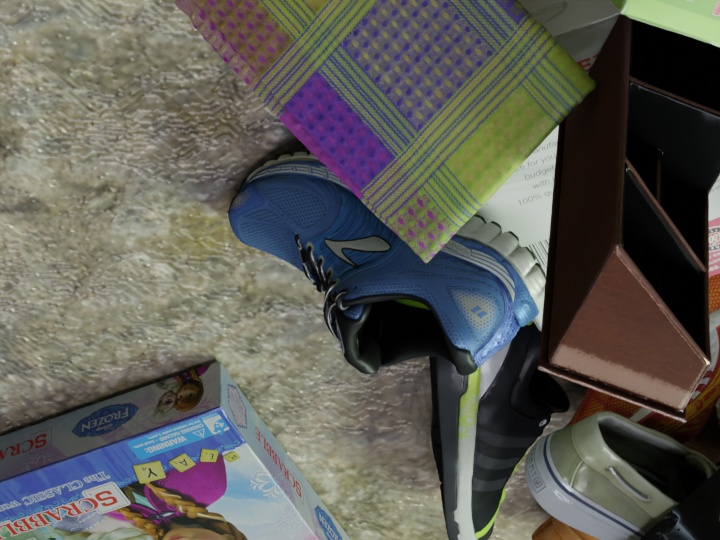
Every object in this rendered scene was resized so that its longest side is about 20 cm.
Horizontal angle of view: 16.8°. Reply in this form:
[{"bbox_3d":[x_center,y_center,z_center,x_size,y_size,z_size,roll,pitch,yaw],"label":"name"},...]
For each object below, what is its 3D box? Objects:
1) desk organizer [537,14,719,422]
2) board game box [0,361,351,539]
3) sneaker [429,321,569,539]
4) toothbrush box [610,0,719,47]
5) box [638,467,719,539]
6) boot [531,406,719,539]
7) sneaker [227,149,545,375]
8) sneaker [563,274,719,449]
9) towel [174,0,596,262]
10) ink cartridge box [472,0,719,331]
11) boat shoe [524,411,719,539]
[{"bbox_3d":[0.134,-0.033,1.124,0.072,0.200,0.077,20,128,-8],"label":"desk organizer"},{"bbox_3d":[-0.134,0.160,1.536,0.200,0.041,0.200,-20,134,15],"label":"board game box"},{"bbox_3d":[0.087,0.098,1.470,0.083,0.072,0.200,-6,137,-2],"label":"sneaker"},{"bbox_3d":[0.207,-0.199,1.117,0.146,0.086,0.200,15,111,-19],"label":"toothbrush box"},{"bbox_3d":[0.276,0.163,1.370,0.164,0.086,0.200,31,115,-31],"label":"box"},{"bbox_3d":[0.222,0.164,1.551,0.200,0.074,0.155,29,127,-14],"label":"boot"},{"bbox_3d":[0.000,0.000,1.302,0.200,0.089,0.079,21,153,37],"label":"sneaker"},{"bbox_3d":[0.175,0.053,1.430,0.073,0.077,0.200,7,137,-35],"label":"sneaker"},{"bbox_3d":[0.007,-0.119,1.196,0.200,0.023,0.144,47,122,6],"label":"towel"},{"bbox_3d":[0.123,-0.076,1.284,0.146,0.083,0.200,-19,133,15],"label":"ink cartridge box"},{"bbox_3d":[0.187,0.137,1.418,0.200,0.072,0.062,21,140,-32],"label":"boat shoe"}]
